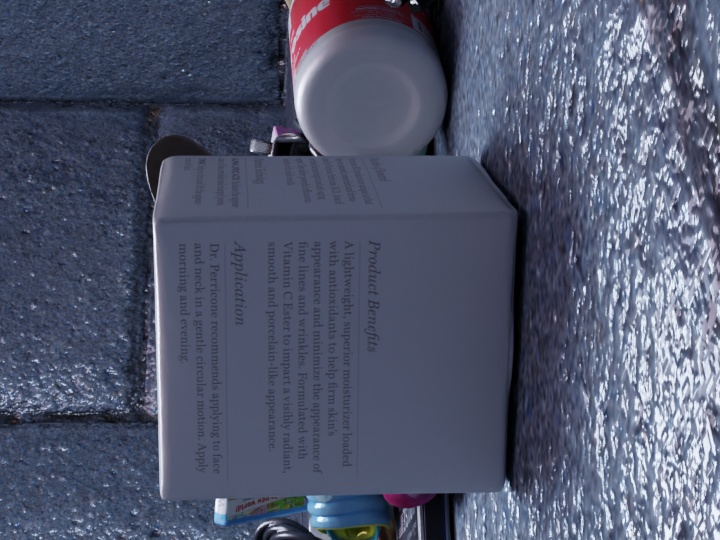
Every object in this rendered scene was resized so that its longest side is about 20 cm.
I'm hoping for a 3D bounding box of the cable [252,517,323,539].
[{"bbox_3d":[-0.025,0.285,1.289,0.051,0.163,0.200,-50,-17,-18],"label":"cable"}]

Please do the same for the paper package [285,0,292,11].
[{"bbox_3d":[-0.032,-0.342,1.333,0.200,0.103,0.192,63,-158,-65],"label":"paper package"}]

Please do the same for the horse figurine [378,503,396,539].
[{"bbox_3d":[0.015,0.190,1.340,0.133,0.049,0.202,58,-151,-86],"label":"horse figurine"}]

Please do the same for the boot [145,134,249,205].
[{"bbox_3d":[-0.100,-0.064,1.202,0.187,0.064,0.200,54,-167,-23],"label":"boot"}]

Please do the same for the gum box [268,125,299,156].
[{"bbox_3d":[-0.030,-0.086,1.438,0.200,0.113,0.067,-112,33,-76],"label":"gum box"}]

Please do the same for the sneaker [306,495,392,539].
[{"bbox_3d":[-0.003,0.154,1.246,0.200,0.079,0.132,-30,-71,-64],"label":"sneaker"}]

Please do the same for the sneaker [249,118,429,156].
[{"bbox_3d":[-0.023,-0.100,1.250,0.200,0.139,0.078,-139,50,-82],"label":"sneaker"}]

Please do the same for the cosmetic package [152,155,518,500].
[{"bbox_3d":[-0.020,0.026,0.887,0.165,0.198,0.166,-109,20,-73],"label":"cosmetic package"}]

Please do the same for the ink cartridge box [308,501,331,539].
[{"bbox_3d":[-0.015,0.193,1.451,0.161,0.050,0.202,57,-153,-69],"label":"ink cartridge box"}]

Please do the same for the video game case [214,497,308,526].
[{"bbox_3d":[-0.076,0.127,1.386,0.143,0.018,0.202,1,-86,-54],"label":"video game case"}]

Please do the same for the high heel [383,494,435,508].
[{"bbox_3d":[0.027,0.063,1.050,0.096,0.067,0.202,-36,65,60],"label":"high heel"}]

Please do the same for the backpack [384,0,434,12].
[{"bbox_3d":[-0.017,-0.289,0.935,0.154,0.189,0.201,126,147,-53],"label":"backpack"}]

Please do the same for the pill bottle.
[{"bbox_3d":[0.001,-0.172,1.146,0.201,0.111,0.113,-98,10,-56],"label":"pill bottle"}]

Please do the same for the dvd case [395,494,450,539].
[{"bbox_3d":[0.044,0.133,1.148,0.150,0.025,0.202,103,167,-68],"label":"dvd case"}]
